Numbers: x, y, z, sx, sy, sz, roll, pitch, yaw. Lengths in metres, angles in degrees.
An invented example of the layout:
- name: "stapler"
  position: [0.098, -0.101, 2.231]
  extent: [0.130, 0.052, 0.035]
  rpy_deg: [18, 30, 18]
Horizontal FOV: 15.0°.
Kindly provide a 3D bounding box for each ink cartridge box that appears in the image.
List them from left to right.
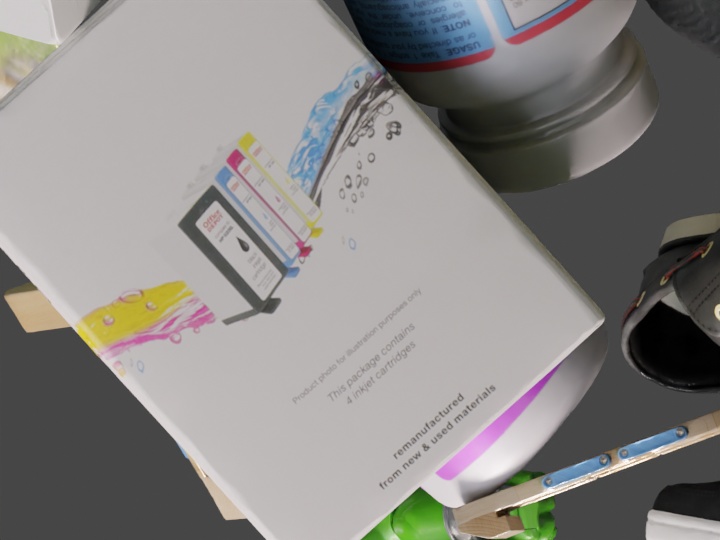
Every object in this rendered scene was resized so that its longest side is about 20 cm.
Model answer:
- name: "ink cartridge box"
  position: [-0.036, -0.011, 1.019]
  extent: [0.200, 0.145, 0.147]
  rpy_deg: [48, 178, -2]

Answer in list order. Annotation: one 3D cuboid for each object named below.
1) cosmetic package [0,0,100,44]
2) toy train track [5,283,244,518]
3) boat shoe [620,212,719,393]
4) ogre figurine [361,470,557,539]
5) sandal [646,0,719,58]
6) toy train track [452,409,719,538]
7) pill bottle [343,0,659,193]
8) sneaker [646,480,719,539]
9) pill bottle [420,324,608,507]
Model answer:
- name: "cosmetic package"
  position: [-0.096, -0.184, 0.977]
  extent: [0.081, 0.200, 0.113]
  rpy_deg: [18, 137, 20]
- name: "toy train track"
  position: [-0.091, 0.035, 1.291]
  extent: [0.115, 0.033, 0.200]
  rpy_deg: [-8, 126, 29]
- name: "boat shoe"
  position: [0.158, 0.006, 1.028]
  extent: [0.074, 0.063, 0.201]
  rpy_deg: [28, 162, -10]
- name: "ogre figurine"
  position: [0.025, 0.185, 1.286]
  extent: [0.120, 0.098, 0.200]
  rpy_deg: [14, 118, 40]
- name: "sandal"
  position: [0.169, -0.070, 0.974]
  extent: [0.200, 0.048, 0.075]
  rpy_deg: [32, 138, 35]
- name: "toy train track"
  position: [0.135, 0.077, 1.101]
  extent: [0.200, 0.115, 0.033]
  rpy_deg: [-21, 79, 15]
- name: "pill bottle"
  position: [0.037, -0.132, 1.004]
  extent: [0.109, 0.109, 0.200]
  rpy_deg: [-4, 125, 35]
- name: "sneaker"
  position: [0.205, 0.062, 1.018]
  extent: [0.200, 0.112, 0.073]
  rpy_deg: [1, 170, 32]
- name: "pill bottle"
  position: [0.000, 0.000, 1.149]
  extent: [0.200, 0.104, 0.104]
  rpy_deg: [41, 137, -7]
